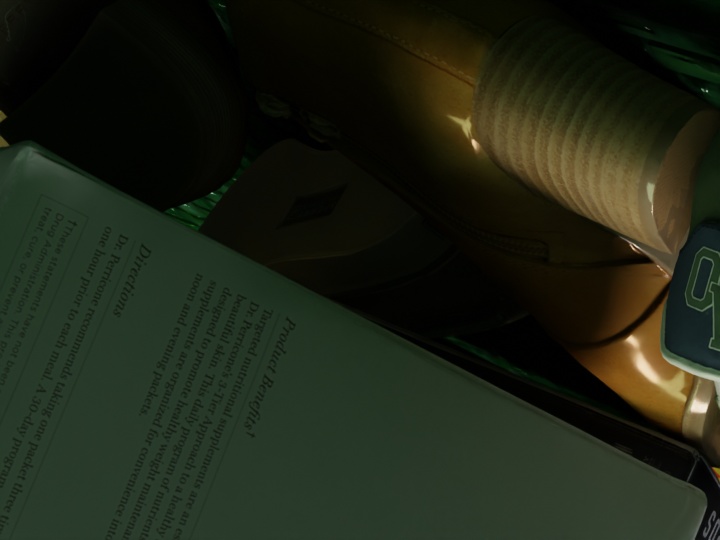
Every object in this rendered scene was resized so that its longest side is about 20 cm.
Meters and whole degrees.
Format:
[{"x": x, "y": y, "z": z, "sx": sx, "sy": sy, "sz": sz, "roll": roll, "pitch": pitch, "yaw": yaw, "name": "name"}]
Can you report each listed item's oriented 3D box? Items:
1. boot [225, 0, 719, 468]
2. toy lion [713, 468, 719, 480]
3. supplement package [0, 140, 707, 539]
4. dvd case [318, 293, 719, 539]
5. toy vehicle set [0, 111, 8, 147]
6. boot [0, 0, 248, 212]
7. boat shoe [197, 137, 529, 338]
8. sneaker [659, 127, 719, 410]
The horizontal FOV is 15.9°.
[{"x": 0.047, "y": -0.024, "z": 0.710, "sx": 0.143, "sy": 0.071, "sz": 0.201, "roll": 28, "pitch": 167, "yaw": 29, "name": "boot"}, {"x": 0.175, "y": 0.126, "z": 0.868, "sx": 0.193, "sy": 0.068, "sz": 0.200, "roll": 64, "pitch": 166, "yaw": -11, "name": "toy lion"}, {"x": -0.056, "y": 0.101, "z": 0.652, "sx": 0.199, "sy": 0.193, "sz": 0.147, "roll": 27, "pitch": 167, "yaw": -22, "name": "supplement package"}, {"x": 0.031, "y": 0.054, "z": 0.803, "sx": 0.199, "sy": 0.025, "sz": 0.150, "roll": 21, "pitch": 165, "yaw": 28, "name": "dvd case"}, {"x": -0.076, "y": 0.022, "z": 0.852, "sx": 0.201, "sy": 0.026, "sz": 0.124, "roll": 56, "pitch": -177, "yaw": 33, "name": "toy vehicle set"}, {"x": -0.099, "y": -0.103, "z": 0.695, "sx": 0.200, "sy": 0.077, "sz": 0.155, "roll": 45, "pitch": -171, "yaw": -7, "name": "boot"}, {"x": 0.001, "y": -0.001, "z": 0.861, "sx": 0.071, "sy": 0.070, "sz": 0.200, "roll": 38, "pitch": 161, "yaw": -20, "name": "boat shoe"}, {"x": 0.125, "y": 0.024, "z": 0.653, "sx": 0.067, "sy": 0.090, "sz": 0.200, "roll": 17, "pitch": 164, "yaw": 34, "name": "sneaker"}]
